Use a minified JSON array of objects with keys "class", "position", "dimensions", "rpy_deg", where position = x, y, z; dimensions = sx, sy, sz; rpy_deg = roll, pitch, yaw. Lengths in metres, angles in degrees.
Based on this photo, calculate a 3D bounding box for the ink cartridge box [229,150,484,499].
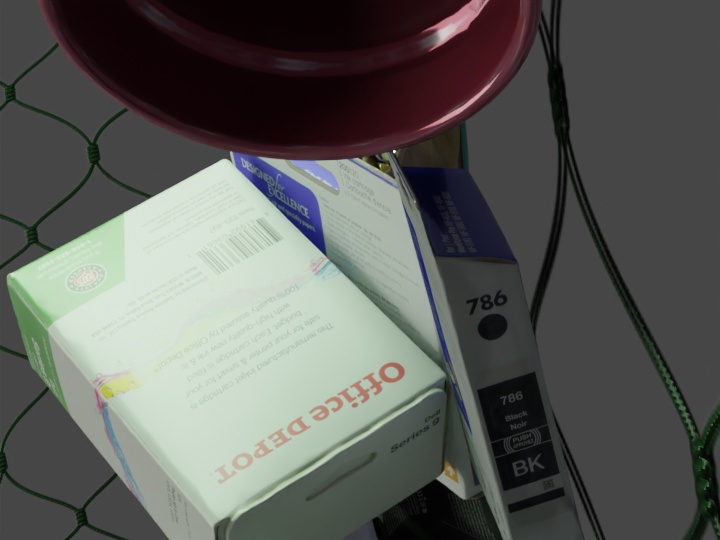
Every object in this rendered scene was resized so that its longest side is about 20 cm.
[{"class":"ink cartridge box","position":[0.000,0.000,0.904],"dimensions":[0.198,0.043,0.200],"rpy_deg":[34,145,47]}]

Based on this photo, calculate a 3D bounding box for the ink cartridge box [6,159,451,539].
[{"class":"ink cartridge box","position":[-0.069,0.055,0.867],"dimensions":[0.200,0.145,0.088],"rpy_deg":[43,151,33]}]

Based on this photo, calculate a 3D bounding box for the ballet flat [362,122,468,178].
[{"class":"ballet flat","position":[0.024,-0.114,0.834],"dimensions":[0.069,0.063,0.200],"rpy_deg":[-103,7,-45]}]

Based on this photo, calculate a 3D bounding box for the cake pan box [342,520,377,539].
[{"class":"cake pan box","position":[-0.021,0.173,1.025],"dimensions":[0.184,0.052,0.200],"rpy_deg":[-110,12,-46]}]

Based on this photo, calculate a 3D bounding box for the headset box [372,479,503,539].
[{"class":"headset box","position":[0.044,0.193,1.043],"dimensions":[0.149,0.075,0.200],"rpy_deg":[-107,9,-47]}]

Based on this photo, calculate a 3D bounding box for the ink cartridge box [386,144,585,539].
[{"class":"ink cartridge box","position":[0.055,0.029,0.751],"dimensions":[0.099,0.039,0.200],"rpy_deg":[-109,1,-61]}]

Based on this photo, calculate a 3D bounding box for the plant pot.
[{"class":"plant pot","position":[-0.022,-0.173,0.684],"dimensions":[0.200,0.200,0.179],"rpy_deg":[90,-175,-55]}]
